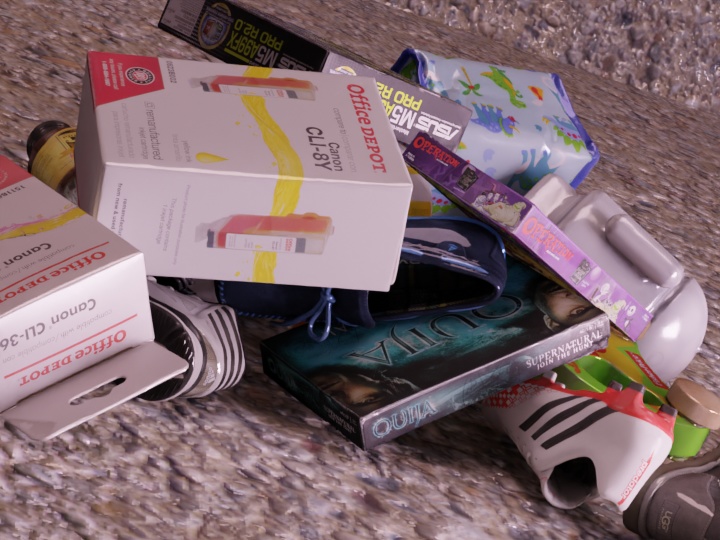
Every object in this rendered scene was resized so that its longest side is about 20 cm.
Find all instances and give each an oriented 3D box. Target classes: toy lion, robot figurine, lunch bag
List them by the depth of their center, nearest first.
[{"bbox_3d":[0.147,0.059,1.662,0.191,0.069,0.200,18,21,-33],"label":"toy lion"},{"bbox_3d":[0.196,0.017,1.815,0.200,0.170,0.113,45,61,4],"label":"robot figurine"},{"bbox_3d":[0.072,-0.071,1.902,0.169,0.200,0.128,8,46,-35],"label":"lunch bag"}]

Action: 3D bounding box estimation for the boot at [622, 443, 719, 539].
[{"bbox_3d":[0.290,0.181,1.464,0.181,0.073,0.199,-14,27,-42],"label":"boot"}]

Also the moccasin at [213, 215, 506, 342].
[{"bbox_3d":[0.000,0.000,1.525,0.198,0.081,0.068,-10,32,0],"label":"moccasin"}]

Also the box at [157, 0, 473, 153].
[{"bbox_3d":[-0.036,-0.152,1.715,0.160,0.045,0.200,19,9,-45],"label":"box"}]

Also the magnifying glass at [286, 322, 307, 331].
[{"bbox_3d":[-0.022,0.032,1.658,0.079,0.023,0.200,-14,11,23],"label":"magnifying glass"}]

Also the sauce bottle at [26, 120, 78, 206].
[{"bbox_3d":[-0.201,-0.066,1.603,0.064,0.065,0.200,13,12,-23],"label":"sauce bottle"}]

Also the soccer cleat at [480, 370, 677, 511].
[{"bbox_3d":[0.132,0.115,1.516,0.068,0.086,0.200,36,-17,-26],"label":"soccer cleat"}]

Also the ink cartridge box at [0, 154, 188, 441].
[{"bbox_3d":[-0.203,0.014,1.350,0.116,0.068,0.200,-27,41,-31],"label":"ink cartridge box"}]

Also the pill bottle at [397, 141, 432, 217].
[{"bbox_3d":[-0.009,-0.048,1.663,0.111,0.113,0.200,22,5,11],"label":"pill bottle"}]

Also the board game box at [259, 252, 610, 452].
[{"bbox_3d":[0.050,0.049,1.534,0.199,0.028,0.135,-22,30,-25],"label":"board game box"}]

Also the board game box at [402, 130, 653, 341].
[{"bbox_3d":[0.119,-0.022,1.603,0.120,0.032,0.200,42,2,38],"label":"board game box"}]

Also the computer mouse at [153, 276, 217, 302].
[{"bbox_3d":[-0.116,0.006,1.612,0.109,0.044,0.200,-9,-5,31],"label":"computer mouse"}]

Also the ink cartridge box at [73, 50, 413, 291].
[{"bbox_3d":[-0.078,-0.065,1.461,0.198,0.084,0.146,4,33,-14],"label":"ink cartridge box"}]

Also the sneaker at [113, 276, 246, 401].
[{"bbox_3d":[-0.157,0.026,1.484,0.200,0.076,0.115,35,10,27],"label":"sneaker"}]
